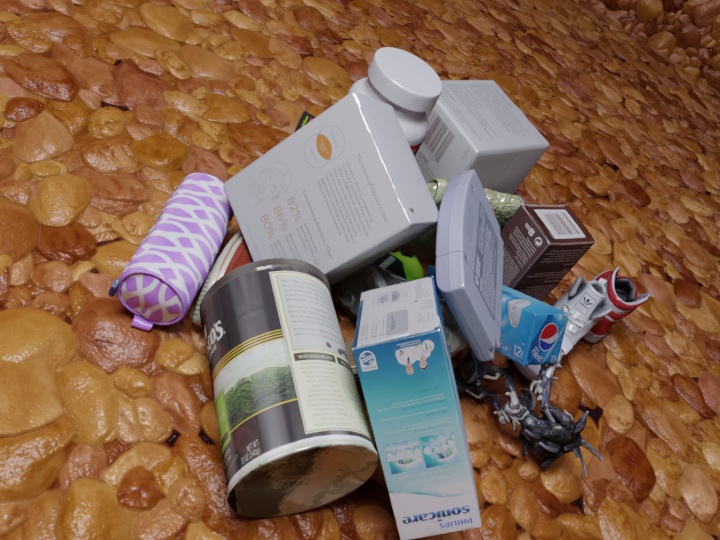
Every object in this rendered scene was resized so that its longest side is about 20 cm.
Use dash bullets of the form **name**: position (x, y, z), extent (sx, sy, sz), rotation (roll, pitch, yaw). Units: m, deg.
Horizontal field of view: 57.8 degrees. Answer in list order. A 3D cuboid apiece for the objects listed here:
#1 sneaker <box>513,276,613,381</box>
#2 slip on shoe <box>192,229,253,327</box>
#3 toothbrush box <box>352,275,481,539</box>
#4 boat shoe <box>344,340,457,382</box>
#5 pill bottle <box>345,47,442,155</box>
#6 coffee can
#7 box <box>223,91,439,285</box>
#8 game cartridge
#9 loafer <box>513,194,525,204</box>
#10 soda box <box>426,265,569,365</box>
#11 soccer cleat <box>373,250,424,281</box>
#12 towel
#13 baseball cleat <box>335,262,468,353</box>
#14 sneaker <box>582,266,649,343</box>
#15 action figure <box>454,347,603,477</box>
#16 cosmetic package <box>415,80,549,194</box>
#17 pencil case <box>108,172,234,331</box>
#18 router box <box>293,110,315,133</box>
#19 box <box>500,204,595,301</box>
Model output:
- **sneaker**: position (0.295, 0.077, 0.949), extent (0.075, 0.116, 0.198), rotation (44, 42, 15)
- **slip on shoe**: position (-0.139, -0.001, 0.777), extent (0.060, 0.075, 0.201), rotation (33, 36, -4)
- **toothbrush box**: position (0.057, 0.130, 0.646), extent (0.083, 0.205, 0.147), rotation (-13, 17, 8)
- **boat shoe**: position (0.044, 0.116, 0.784), extent (0.196, 0.067, 0.071), rotation (-6, 21, -42)
- **pill bottle**: position (0.019, -0.172, 0.844), extent (0.113, 0.202, 0.118), rotation (17, 43, -16)
- **coffee can**: position (-0.075, 0.113, 0.646), extent (0.143, 0.148, 0.203), rotation (4, 48, -29)
- **box**: position (-0.032, -0.077, 0.744), extent (0.106, 0.197, 0.156), rotation (-11, 75, -64)
- **game cartridge**: position (0.128, -0.017, 0.751), extent (0.203, 0.039, 0.135), rotation (-75, 146, -45)
- **loafer**: position (0.197, -0.073, 1.034), extent (0.195, 0.077, 0.068), rotation (-15, 41, -24)
- **soda box**: position (0.165, 0.052, 0.835), extent (0.066, 0.066, 0.199), rotation (3, 15, -35)
- **soccer cleat**: position (0.000, 0.000, 0.872), extent (0.195, 0.068, 0.083), rotation (16, 56, -20)
- **towel**: position (0.122, -0.061, 0.912), extent (0.144, 0.200, 0.038), rotation (9, 65, -17)
- **baseball cleat**: position (0.058, 0.045, 0.811), extent (0.198, 0.071, 0.105), rotation (33, 19, 30)
- **sneaker**: position (0.426, 0.032, 1.079), extent (0.071, 0.113, 0.200), rotation (39, 41, 8)
- **action figure**: position (0.210, 0.164, 0.813), extent (0.197, 0.120, 0.102), rotation (32, 45, 7)
- **cosmetic package**: position (0.170, -0.200, 1.094), extent (0.196, 0.168, 0.169), rotation (-12, 58, -39)
- **pencil case**: position (-0.204, -0.025, 0.744), extent (0.082, 0.086, 0.203), rotation (22, 42, -6)
- **router box**: position (-0.050, -0.132, 0.963), extent (0.147, 0.063, 0.203), rotation (26, 41, -10)
- **box**: position (0.218, 0.004, 0.903), extent (0.098, 0.202, 0.076), rotation (-3, 49, -35)
